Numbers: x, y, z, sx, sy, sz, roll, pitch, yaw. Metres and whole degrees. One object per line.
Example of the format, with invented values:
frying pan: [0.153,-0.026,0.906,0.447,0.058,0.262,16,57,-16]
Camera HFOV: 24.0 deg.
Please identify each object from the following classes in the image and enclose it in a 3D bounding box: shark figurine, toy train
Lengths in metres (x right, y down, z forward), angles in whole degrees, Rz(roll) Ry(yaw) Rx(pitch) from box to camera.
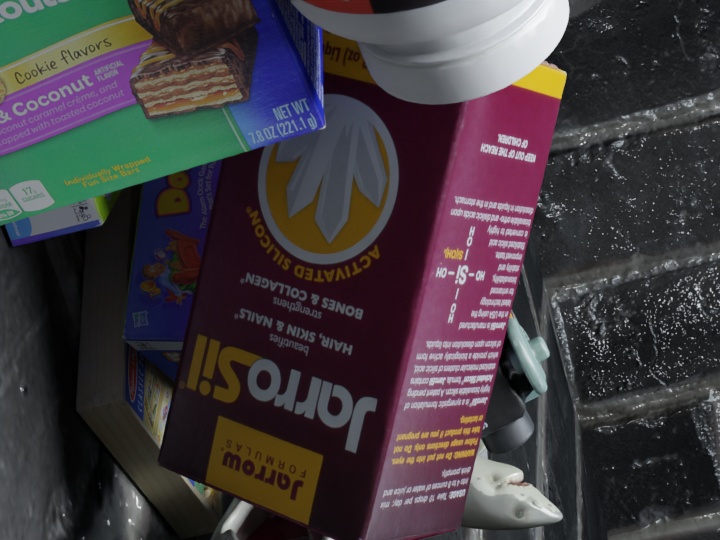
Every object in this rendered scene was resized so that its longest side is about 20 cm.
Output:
shark figurine: [0.032,0.125,1.030,0.215,0.126,0.091,-126,-134,-76]
toy train: [0.041,0.007,0.961,0.201,0.085,0.114,60,8,-16]

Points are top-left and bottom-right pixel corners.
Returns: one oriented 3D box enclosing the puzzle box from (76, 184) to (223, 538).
puzzle box: [-0.104,0.017,0.872,0.133,0.025,0.202,62,20,-51]

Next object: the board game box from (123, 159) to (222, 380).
board game box: [-0.060,-0.043,0.835,0.135,0.044,0.203,55,37,-66]

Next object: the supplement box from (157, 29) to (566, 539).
supplement box: [0.000,0.000,0.705,0.085,0.109,0.203,3,101,-59]

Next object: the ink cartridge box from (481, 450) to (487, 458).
ink cartridge box: [0.055,0.119,1.397,0.201,0.075,0.137,-92,164,-46]

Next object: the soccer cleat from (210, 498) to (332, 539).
soccer cleat: [-0.007,0.102,0.832,0.200,0.069,0.087,-47,160,-40]

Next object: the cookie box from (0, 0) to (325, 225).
cookie box: [-0.121,-0.117,0.582,0.201,0.169,0.076,64,15,-46]

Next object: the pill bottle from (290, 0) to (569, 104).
pill bottle: [0.008,-0.154,0.543,0.113,0.111,0.201,-90,162,-47]

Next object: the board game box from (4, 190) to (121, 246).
board game box: [-0.151,-0.132,0.751,0.135,0.044,0.202,-78,153,-63]

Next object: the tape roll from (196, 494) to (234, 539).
tape roll: [-0.032,0.157,0.972,0.200,0.065,0.203,-12,90,-78]
